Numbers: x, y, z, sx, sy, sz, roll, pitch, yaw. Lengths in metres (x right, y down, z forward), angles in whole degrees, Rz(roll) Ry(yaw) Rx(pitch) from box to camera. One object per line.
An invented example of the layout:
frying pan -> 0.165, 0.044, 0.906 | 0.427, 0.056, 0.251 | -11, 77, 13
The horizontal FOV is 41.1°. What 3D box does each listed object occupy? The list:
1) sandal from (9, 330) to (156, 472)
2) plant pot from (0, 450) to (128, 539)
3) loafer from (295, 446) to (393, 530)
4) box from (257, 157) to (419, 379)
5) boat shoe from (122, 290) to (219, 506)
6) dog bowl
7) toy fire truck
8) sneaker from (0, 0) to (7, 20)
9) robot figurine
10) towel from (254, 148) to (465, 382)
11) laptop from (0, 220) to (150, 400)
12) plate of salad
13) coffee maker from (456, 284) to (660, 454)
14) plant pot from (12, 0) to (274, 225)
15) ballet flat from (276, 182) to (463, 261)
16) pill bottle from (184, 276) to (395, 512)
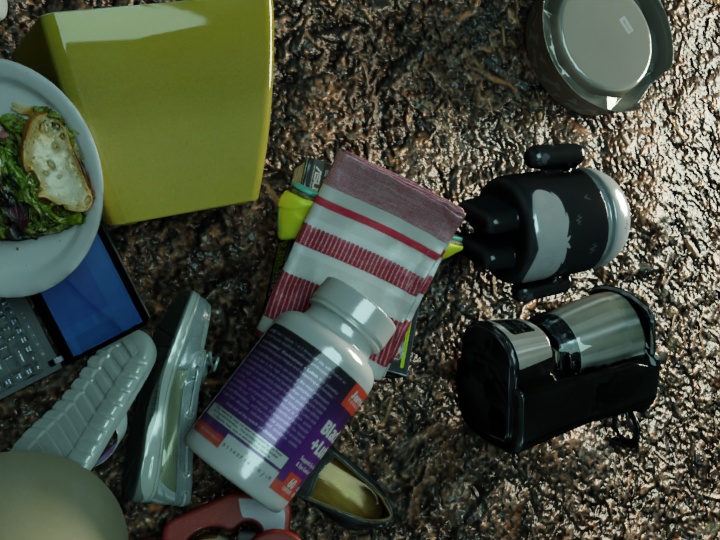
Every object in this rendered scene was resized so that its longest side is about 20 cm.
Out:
sandal -> -0.249, 0.147, 0.878 | 0.203, 0.082, 0.050 | -53, 146, -15
plant pot -> -0.271, 0.267, 0.736 | 0.186, 0.200, 0.188 | -4, 105, -14
loafer -> -0.051, 0.194, 0.950 | 0.200, 0.072, 0.073 | 31, 72, -16
box -> -0.011, -0.001, 1.017 | 0.160, 0.044, 0.201 | 16, 75, -22
boat shoe -> -0.172, 0.121, 0.911 | 0.065, 0.074, 0.203 | 16, 79, -27
dog bowl -> 0.294, -0.285, 1.196 | 0.199, 0.059, 0.201 | 4, 80, -24
toy fire truck -> -0.133, 0.307, 0.884 | 0.167, 0.112, 0.201 | 4, 78, -5
sneaker -> -0.412, -0.300, 0.885 | 0.082, 0.077, 0.200 | -39, 98, 3
robot figurine -> 0.207, -0.052, 1.083 | 0.199, 0.150, 0.125 | -9, 63, -25
towel -> 0.000, 0.000, 0.940 | 0.144, 0.023, 0.201 | 23, 98, -17
laptop -> -0.320, 0.017, 0.841 | 0.200, 0.103, 0.178 | -28, 93, -26
plate of salad -> -0.307, -0.073, 0.789 | 0.199, 0.048, 0.201 | 3, 104, 13
coffee maker -> 0.219, 0.129, 1.050 | 0.199, 0.135, 0.193 | -14, 88, -25
plant pot -> -0.190, -0.138, 0.886 | 0.199, 0.200, 0.177 | -13, 97, -26
ballet flat -> 0.007, -0.031, 0.978 | 0.199, 0.067, 0.067 | 16, 96, -18
pill bottle -> -0.058, 0.108, 0.878 | 0.111, 0.111, 0.200 | 40, 78, -13
